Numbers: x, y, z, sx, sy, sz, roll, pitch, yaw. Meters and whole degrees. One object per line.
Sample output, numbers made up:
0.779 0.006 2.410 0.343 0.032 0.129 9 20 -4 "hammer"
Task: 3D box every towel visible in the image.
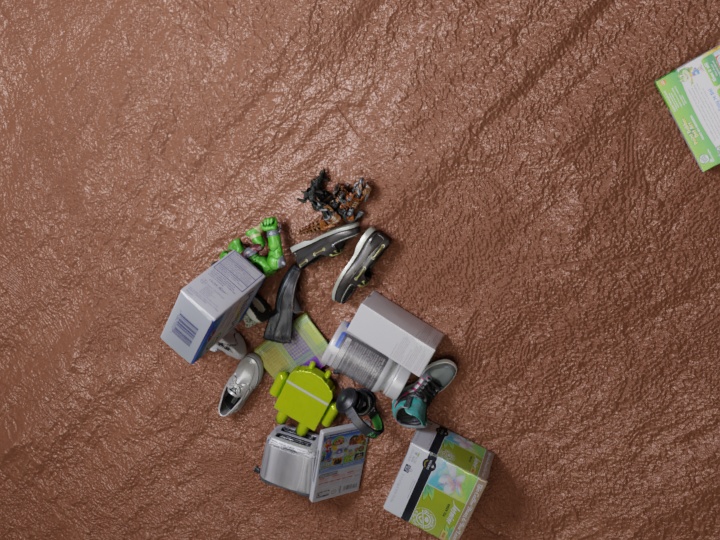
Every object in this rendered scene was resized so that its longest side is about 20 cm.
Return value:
-0.168 0.211 1.758 0.200 0.023 0.144 -38 90 23 "towel"

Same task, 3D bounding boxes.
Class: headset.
-0.004 0.308 1.682 0.094 0.123 0.200 -44 63 13 "headset"

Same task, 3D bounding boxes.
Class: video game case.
-0.050 0.476 1.737 0.018 0.142 0.202 33 120 50 "video game case"

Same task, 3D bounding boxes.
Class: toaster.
-0.174 0.483 1.788 0.198 0.114 0.130 14 105 15 "toaster"

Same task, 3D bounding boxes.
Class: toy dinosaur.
-0.069 -0.148 1.591 0.200 0.102 0.136 -44 106 3 "toy dinosaur"

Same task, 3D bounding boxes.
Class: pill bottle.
0.018 0.214 1.640 0.199 0.114 0.114 30 112 3 "pill bottle"

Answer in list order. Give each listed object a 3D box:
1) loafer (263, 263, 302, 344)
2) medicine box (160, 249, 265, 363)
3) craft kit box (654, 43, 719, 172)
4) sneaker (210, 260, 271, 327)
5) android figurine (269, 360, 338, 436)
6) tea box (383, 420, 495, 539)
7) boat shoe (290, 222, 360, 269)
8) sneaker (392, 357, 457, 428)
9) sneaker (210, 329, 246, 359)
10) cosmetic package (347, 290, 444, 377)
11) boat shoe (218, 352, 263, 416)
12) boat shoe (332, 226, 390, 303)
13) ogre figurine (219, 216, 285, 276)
-0.175 0.084 1.703 0.072 0.073 0.202 18 103 -9 "loafer"
-0.337 0.082 1.596 0.103 0.200 0.183 40 132 5 "medicine box"
0.690 -0.320 1.302 0.197 0.049 0.201 -28 94 21 "craft kit box"
-0.319 0.067 1.748 0.089 0.077 0.200 -41 87 32 "sneaker"
-0.138 0.318 1.745 0.181 0.041 0.201 28 112 5 "android figurine"
0.188 0.500 1.653 0.195 0.134 0.201 23 111 11 "tea box"
-0.074 -0.058 1.618 0.200 0.072 0.061 -20 91 36 "boat shoe"
0.145 0.295 1.610 0.083 0.121 0.200 38 116 -14 "sneaker"
-0.388 0.186 1.802 0.199 0.075 0.115 38 114 12 "sneaker"
0.083 0.142 1.606 0.199 0.108 0.085 32 113 10 "cosmetic package"
-0.316 0.300 1.802 0.072 0.066 0.201 39 119 8 "boat shoe"
0.000 0.000 1.608 0.060 0.072 0.202 34 112 13 "boat shoe"
-0.254 -0.034 1.682 0.199 0.098 0.121 -28 83 12 "ogre figurine"
